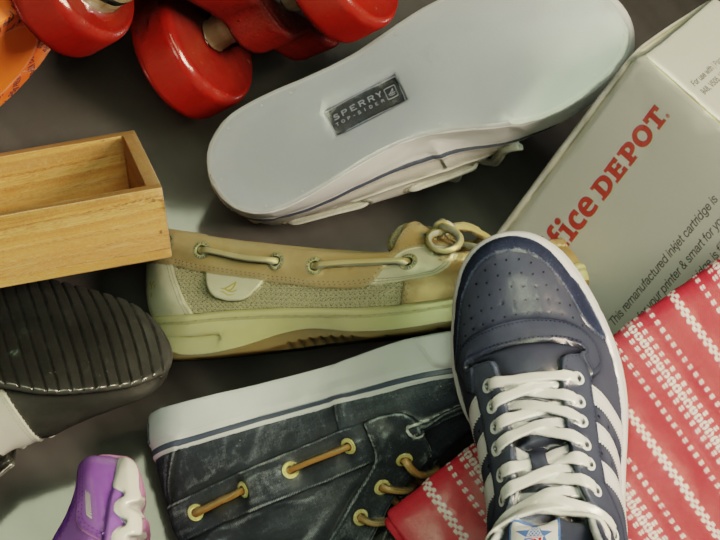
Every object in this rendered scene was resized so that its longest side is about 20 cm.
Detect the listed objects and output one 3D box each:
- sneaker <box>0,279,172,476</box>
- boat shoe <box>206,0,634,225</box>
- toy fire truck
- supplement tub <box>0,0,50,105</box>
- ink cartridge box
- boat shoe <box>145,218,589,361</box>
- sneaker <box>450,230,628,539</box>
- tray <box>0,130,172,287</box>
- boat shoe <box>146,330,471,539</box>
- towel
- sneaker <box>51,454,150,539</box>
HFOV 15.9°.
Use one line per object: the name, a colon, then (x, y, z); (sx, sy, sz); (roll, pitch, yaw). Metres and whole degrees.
sneaker: (-0.180, 0.061, 1.123); (0.198, 0.089, 0.074); (-7, 43, -12)
boat shoe: (0.032, -0.068, 1.178); (0.201, 0.086, 0.075); (-25, 75, 5)
toy fire truck: (-0.077, -0.177, 1.152); (0.112, 0.200, 0.169); (-25, 59, 29)
supplement tub: (-0.233, -0.157, 1.159); (0.122, 0.123, 0.200); (-41, 81, -16)
ink cartridge box: (0.174, 0.002, 1.135); (0.200, 0.147, 0.083); (43, 39, 7)
boat shoe: (0.000, 0.000, 1.135); (0.199, 0.073, 0.064); (-7, 87, 18)
sneaker: (0.070, 0.079, 1.013); (0.070, 0.108, 0.202); (-9, 83, 10)
tray: (-0.188, -0.016, 1.133); (0.198, 0.099, 0.037); (-10, 109, -9)
boat shoe: (0.008, 0.084, 1.120); (0.199, 0.071, 0.092); (-16, 80, 16)
towel: (0.125, 0.102, 1.068); (0.200, 0.022, 0.145); (-37, 79, 5)
sneaker: (-0.142, 0.171, 1.093); (0.088, 0.081, 0.202); (11, 73, 5)
